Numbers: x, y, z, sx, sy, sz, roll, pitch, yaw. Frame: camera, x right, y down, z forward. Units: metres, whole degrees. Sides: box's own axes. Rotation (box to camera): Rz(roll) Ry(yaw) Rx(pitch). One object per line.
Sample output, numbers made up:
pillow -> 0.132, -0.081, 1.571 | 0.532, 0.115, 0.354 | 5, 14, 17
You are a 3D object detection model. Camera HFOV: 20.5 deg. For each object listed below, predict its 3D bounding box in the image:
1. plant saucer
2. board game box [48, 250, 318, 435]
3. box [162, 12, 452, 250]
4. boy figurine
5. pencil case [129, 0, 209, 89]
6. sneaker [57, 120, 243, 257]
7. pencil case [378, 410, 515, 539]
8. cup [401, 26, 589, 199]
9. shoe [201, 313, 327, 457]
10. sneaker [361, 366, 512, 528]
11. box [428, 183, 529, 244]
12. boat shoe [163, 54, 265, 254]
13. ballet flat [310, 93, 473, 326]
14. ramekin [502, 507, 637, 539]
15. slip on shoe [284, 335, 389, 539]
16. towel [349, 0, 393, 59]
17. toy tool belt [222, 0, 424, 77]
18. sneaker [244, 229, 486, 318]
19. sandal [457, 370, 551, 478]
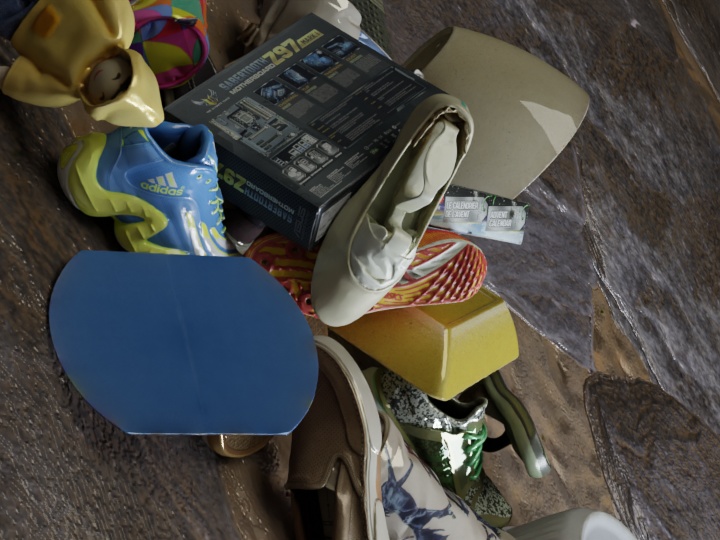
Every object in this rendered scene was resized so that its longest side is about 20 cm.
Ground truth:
plant saucer -> 0.033, 0.019, 1.691 | 0.200, 0.049, 0.200 | 34, 21, 15
board game box -> -0.129, 0.061, 1.422 | 0.199, 0.039, 0.158 | 2, 51, -26
box -> -0.040, -0.115, 1.587 | 0.157, 0.051, 0.200 | 33, 44, 18
boy figurine -> -0.219, -0.168, 1.441 | 0.200, 0.124, 0.064 | 49, 1, 22
pencil case -> -0.170, -0.244, 1.666 | 0.088, 0.088, 0.201 | 38, 32, -39
sneaker -> -0.129, -0.047, 1.500 | 0.200, 0.105, 0.076 | 36, 34, -40
pencil case -> 0.045, 0.192, 1.601 | 0.200, 0.078, 0.090 | 46, 7, -28
cup -> 0.104, -0.154, 1.956 | 0.143, 0.200, 0.200 | 45, 28, -14
shoe -> -0.083, 0.083, 1.522 | 0.200, 0.053, 0.070 | -48, 138, -60
sneaker -> 0.080, 0.147, 1.701 | 0.200, 0.088, 0.077 | 47, 27, -26
box -> 0.024, -0.064, 1.700 | 0.137, 0.199, 0.040 | 9, 93, -50
boat shoe -> -0.111, -0.107, 1.646 | 0.072, 0.065, 0.201 | 27, 40, -47
ballet flat -> 0.028, -0.045, 1.513 | 0.069, 0.201, 0.069 | 28, -4, 2
ramekin -> 0.192, 0.300, 1.727 | 0.200, 0.105, 0.201 | 43, 29, -32
slip on shoe -> -0.027, 0.150, 1.493 | 0.060, 0.076, 0.201 | -10, 93, -43
towel -> -0.038, -0.271, 2.010 | 0.200, 0.034, 0.193 | 35, 32, -38
toy tool belt -> -0.031, -0.159, 1.823 | 0.200, 0.125, 0.123 | 43, 66, -26
sneaker -> 0.000, 0.000, 1.585 | 0.199, 0.073, 0.077 | 3, 10, -22
sandal -> 0.113, 0.130, 1.774 | 0.080, 0.057, 0.201 | 61, -2, -20
